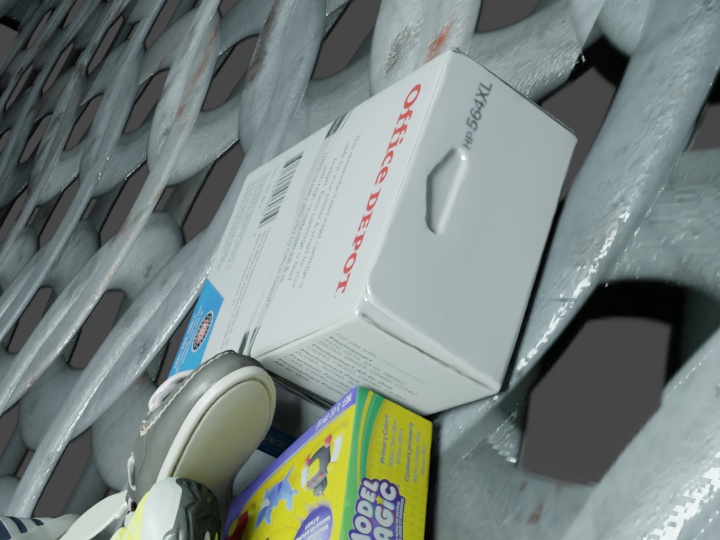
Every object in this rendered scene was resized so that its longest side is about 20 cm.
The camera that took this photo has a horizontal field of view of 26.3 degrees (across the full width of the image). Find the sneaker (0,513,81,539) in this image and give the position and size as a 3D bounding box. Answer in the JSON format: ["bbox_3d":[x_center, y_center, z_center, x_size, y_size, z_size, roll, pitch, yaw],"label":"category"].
[{"bbox_3d":[-0.226,0.171,0.931,0.200,0.084,0.075,41,-109,-80],"label":"sneaker"}]

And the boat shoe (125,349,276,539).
[{"bbox_3d":[-0.087,0.087,0.740,0.067,0.057,0.200,-30,-23,-27],"label":"boat shoe"}]

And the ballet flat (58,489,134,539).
[{"bbox_3d":[-0.154,0.184,0.875,0.200,0.072,0.072,-52,23,18],"label":"ballet flat"}]

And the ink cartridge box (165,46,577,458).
[{"bbox_3d":[0.000,0.000,0.755,0.200,0.084,0.146,-23,41,55],"label":"ink cartridge box"}]

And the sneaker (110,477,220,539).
[{"bbox_3d":[-0.110,0.162,0.710,0.200,0.076,0.076,108,174,-46],"label":"sneaker"}]

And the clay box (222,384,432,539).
[{"bbox_3d":[-0.025,0.159,0.651,0.115,0.048,0.200,-45,24,37],"label":"clay box"}]
